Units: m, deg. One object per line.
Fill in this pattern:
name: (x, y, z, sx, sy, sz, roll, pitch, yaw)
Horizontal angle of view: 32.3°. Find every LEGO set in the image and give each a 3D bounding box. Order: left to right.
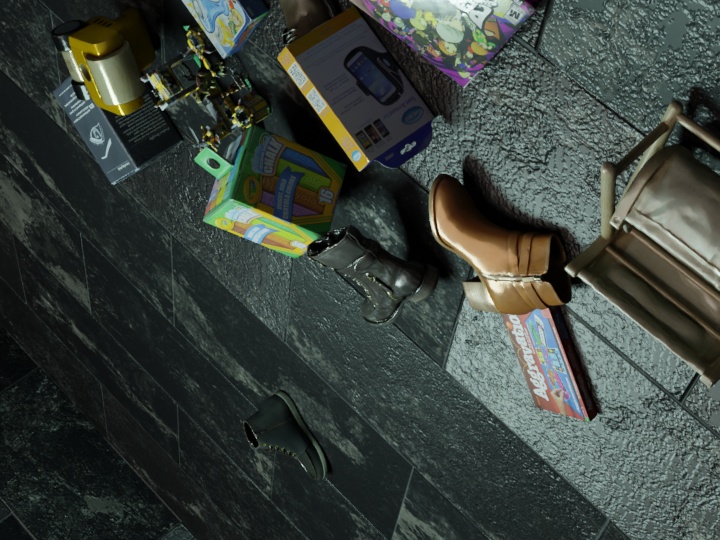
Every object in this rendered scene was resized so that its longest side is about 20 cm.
LEGO set: (-0.243, -0.265, 1.876, 0.154, 0.116, 0.200, -7, 116, 59)

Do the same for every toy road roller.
toy road roller: (-0.382, -0.343, 1.963, 0.200, 0.146, 0.123, 29, 145, 48)

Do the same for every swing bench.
swing bench: (0.336, -0.024, 1.256, 0.199, 0.130, 0.200, 41, 155, 21)

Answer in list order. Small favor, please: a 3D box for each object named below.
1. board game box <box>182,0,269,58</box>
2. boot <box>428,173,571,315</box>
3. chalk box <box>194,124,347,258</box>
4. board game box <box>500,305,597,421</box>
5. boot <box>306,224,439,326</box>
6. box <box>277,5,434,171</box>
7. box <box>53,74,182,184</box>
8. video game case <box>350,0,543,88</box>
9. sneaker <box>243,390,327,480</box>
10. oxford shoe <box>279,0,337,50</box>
board game box: (-0.220, -0.415, 1.762, 0.200, 0.034, 0.135, 54, 152, -1)
boot: (0.178, -0.038, 1.551, 0.155, 0.074, 0.200, -5, 117, 50)
chalk box: (-0.143, -0.119, 1.783, 0.200, 0.124, 0.125, 21, 159, -19)
board game box: (0.244, 0.107, 1.653, 0.103, 0.019, 0.200, 11, 131, 53)
boot: (0.000, 0.000, 1.771, 0.174, 0.069, 0.200, 24, 149, -20)
box: (0.002, -0.219, 1.552, 0.200, 0.119, 0.041, 55, 152, -2)
box: (-0.423, -0.268, 2.164, 0.200, 0.104, 0.148, 59, 152, -11)
video game case: (0.080, -0.309, 1.358, 0.200, 0.036, 0.181, 37, 152, -6)
sneaker: (-0.150, 0.346, 2.431, 0.075, 0.106, 0.200, -10, 113, 59)
oxford shoe: (-0.070, -0.308, 1.602, 0.200, 0.084, 0.073, 59, 154, -7)
